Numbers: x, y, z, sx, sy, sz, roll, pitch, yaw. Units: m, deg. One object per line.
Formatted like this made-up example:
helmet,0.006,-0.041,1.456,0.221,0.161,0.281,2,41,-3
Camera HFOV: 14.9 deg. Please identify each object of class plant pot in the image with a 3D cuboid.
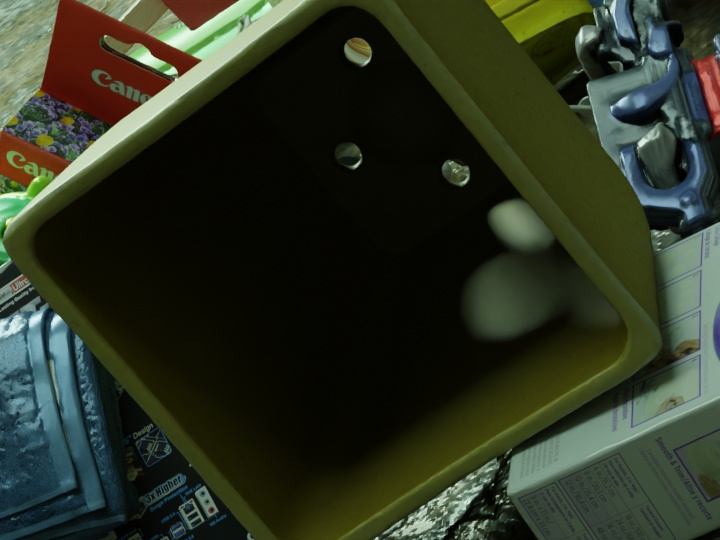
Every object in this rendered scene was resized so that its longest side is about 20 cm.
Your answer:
plant pot,0.005,-0.034,1.164,0.195,0.194,0.200,-34,15,24

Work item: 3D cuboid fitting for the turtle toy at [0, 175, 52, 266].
turtle toy,-0.180,0.050,1.442,0.145,0.201,0.101,10,9,19

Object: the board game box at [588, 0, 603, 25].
board game box,0.101,-0.180,1.587,0.019,0.104,0.200,-16,16,-20

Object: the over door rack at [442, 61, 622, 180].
over door rack,0.064,-0.120,1.381,0.199,0.148,0.067,-10,47,-19

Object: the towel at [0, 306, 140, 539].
towel,-0.200,0.091,1.229,0.199,0.049,0.112,-20,68,12

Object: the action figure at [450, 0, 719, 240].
action figure,0.125,-0.065,1.314,0.193,0.105,0.201,-19,50,24

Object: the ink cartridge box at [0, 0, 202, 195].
ink cartridge box,-0.144,-0.039,1.493,0.050,0.109,0.201,-55,-13,-50

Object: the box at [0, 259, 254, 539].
box,-0.124,0.087,1.256,0.199,0.050,0.199,-33,66,6

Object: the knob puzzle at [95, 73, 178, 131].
knob puzzle,-0.096,-0.054,1.604,0.219,0.031,0.220,-29,-19,-11

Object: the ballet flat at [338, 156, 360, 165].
ballet flat,0.000,0.000,1.442,0.200,0.066,0.057,-92,20,-67

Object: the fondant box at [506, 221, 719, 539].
fondant box,0.160,0.032,1.111,0.199,0.058,0.145,-28,22,21

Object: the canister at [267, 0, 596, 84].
canister,0.015,-0.173,1.528,0.148,0.200,0.087,-30,-19,-18

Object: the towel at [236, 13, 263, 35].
towel,-0.049,-0.036,1.457,0.023,0.153,0.200,-5,24,1

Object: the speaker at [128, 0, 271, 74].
speaker,-0.092,-0.128,1.785,0.199,0.089,0.089,-32,21,8

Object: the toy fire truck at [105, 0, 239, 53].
toy fire truck,-0.133,-0.096,1.695,0.199,0.141,0.049,-29,21,13
